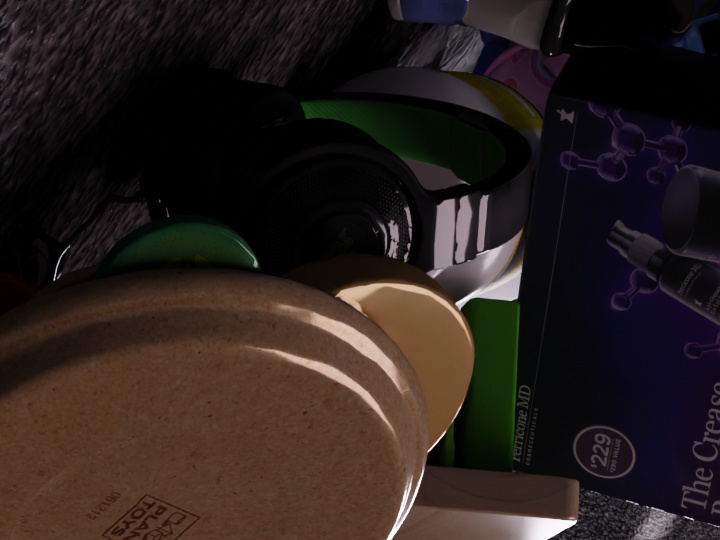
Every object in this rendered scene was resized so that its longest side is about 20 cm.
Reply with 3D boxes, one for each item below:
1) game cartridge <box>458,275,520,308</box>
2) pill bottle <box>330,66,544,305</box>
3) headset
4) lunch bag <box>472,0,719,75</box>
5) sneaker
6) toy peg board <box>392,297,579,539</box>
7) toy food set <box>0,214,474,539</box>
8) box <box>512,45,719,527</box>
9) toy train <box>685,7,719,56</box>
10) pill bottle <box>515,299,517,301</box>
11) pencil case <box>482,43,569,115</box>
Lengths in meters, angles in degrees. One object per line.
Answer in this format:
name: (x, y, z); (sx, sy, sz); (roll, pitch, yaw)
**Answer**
game cartridge: (0.095, -0.033, 1.220); (0.200, 0.038, 0.130); (-20, 150, -52)
pill bottle: (0.027, -0.037, 0.952); (0.112, 0.111, 0.200); (-57, 171, 10)
headset: (-0.032, -0.014, 0.719); (0.199, 0.123, 0.095); (-12, 116, -34)
lunch bag: (0.154, -0.147, 1.124); (0.199, 0.095, 0.151); (-9, 162, -20)
sneaker: (0.108, -0.153, 0.919); (0.200, 0.115, 0.081); (-50, 161, -33)
toy peg board: (-0.022, 0.073, 0.939); (0.200, 0.198, 0.099); (123, -29, -71)
toy food set: (-0.072, 0.064, 0.672); (0.200, 0.197, 0.049); (-56, -143, 31)
box: (0.146, 0.007, 0.941); (0.079, 0.140, 0.201); (-52, 153, -53)
toy train: (0.216, -0.049, 1.033); (0.086, 0.201, 0.114); (-14, 168, 15)
pill bottle: (0.091, -0.010, 1.400); (0.106, 0.106, 0.201); (-42, 164, -56)
pencil case: (0.144, -0.062, 1.126); (0.199, 0.087, 0.088); (18, 110, -47)
